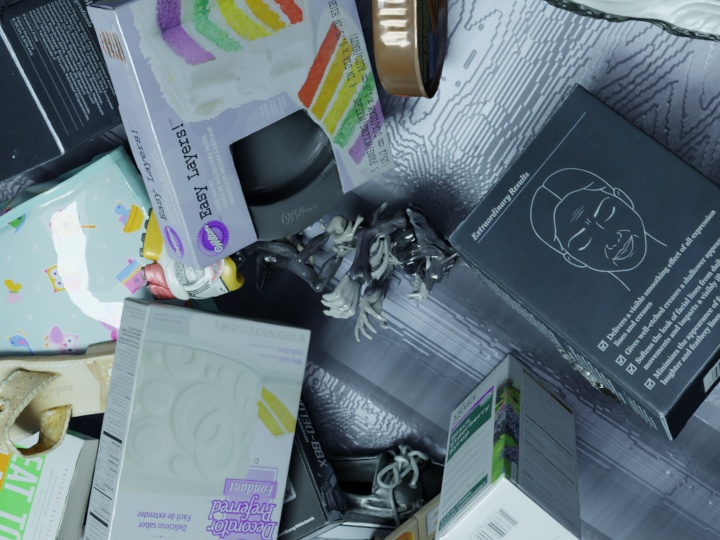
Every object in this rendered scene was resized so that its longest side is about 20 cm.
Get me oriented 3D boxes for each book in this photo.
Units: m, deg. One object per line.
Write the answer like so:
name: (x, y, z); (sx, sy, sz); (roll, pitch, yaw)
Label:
book: (-0.337, 0.187, 1.148); (0.197, 0.048, 0.136); (14, 89, 20)

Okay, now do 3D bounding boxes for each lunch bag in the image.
lunch bag: (-0.227, 0.005, 1.060); (0.198, 0.122, 0.172); (-23, 103, 24)

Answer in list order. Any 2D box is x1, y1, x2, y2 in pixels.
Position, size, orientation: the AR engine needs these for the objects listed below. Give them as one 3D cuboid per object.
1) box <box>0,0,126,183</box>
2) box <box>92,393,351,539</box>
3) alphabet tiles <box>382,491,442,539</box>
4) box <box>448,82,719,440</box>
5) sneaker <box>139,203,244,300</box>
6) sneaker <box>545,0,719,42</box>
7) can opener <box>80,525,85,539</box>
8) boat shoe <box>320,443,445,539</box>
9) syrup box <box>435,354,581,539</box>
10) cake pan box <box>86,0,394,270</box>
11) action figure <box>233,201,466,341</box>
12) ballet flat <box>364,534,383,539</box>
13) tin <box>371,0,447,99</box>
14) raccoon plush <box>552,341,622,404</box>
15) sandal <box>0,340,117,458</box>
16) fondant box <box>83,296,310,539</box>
box: (-0.238, -0.138, 0.948); (0.198, 0.182, 0.105); (-15, 108, 40)
box: (-0.122, 0.180, 1.100); (0.198, 0.050, 0.160); (-29, 73, 21)
alphabet tiles: (0.024, 0.268, 1.010); (0.008, 0.199, 0.169); (31, 142, 37)
box: (0.189, -0.005, 0.918); (0.200, 0.107, 0.149); (41, 90, 23)
sneaker: (-0.108, -0.069, 0.995); (0.081, 0.078, 0.203); (3, 69, 12)
sneaker: (0.200, -0.217, 0.931); (0.197, 0.074, 0.081); (10, 101, 1)
can opener: (-0.247, 0.276, 1.184); (0.198, 0.067, 0.054); (29, 113, 7)
boat shoe: (0.031, 0.184, 1.095); (0.196, 0.074, 0.069); (0, 124, 21)
syrup box: (0.116, 0.155, 0.999); (0.081, 0.200, 0.079); (40, 112, -10)
cake pan box: (-0.076, -0.123, 0.902); (0.183, 0.052, 0.203); (-27, 118, -25)
action figure: (0.000, 0.000, 1.008); (0.197, 0.119, 0.104); (3, 71, 23)
ballet flat: (0.017, 0.266, 1.085); (0.064, 0.200, 0.072); (16, 72, -4)
tin: (0.036, -0.226, 0.932); (0.041, 0.112, 0.203); (2, 109, 11)
raccoon plush: (0.197, 0.006, 0.996); (0.200, 0.097, 0.134); (42, 103, -5)
sandal: (-0.257, 0.112, 1.011); (0.208, 0.070, 0.078); (-15, 118, 12)
fondant box: (-0.125, 0.132, 0.993); (0.142, 0.058, 0.204); (10, 90, -32)
